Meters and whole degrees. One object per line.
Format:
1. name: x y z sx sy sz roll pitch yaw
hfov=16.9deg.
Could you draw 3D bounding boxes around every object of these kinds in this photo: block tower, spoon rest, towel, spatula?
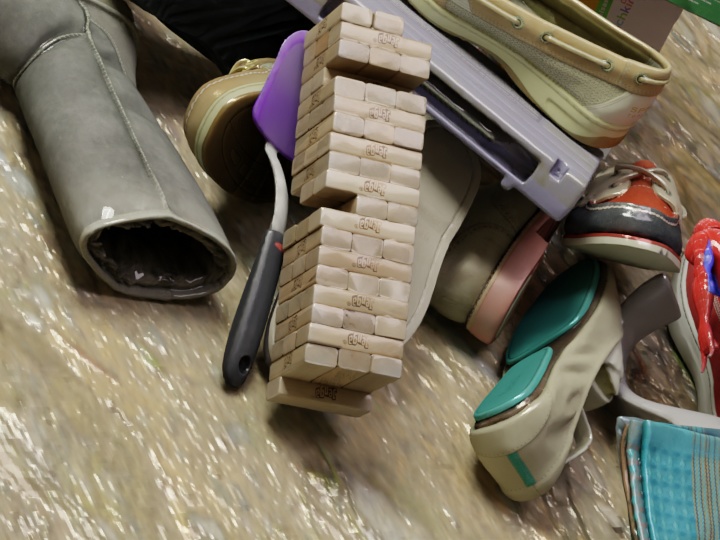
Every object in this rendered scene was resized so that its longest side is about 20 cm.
1. block tower: -0.005 -0.031 1.237 0.054 0.058 0.201 12 72 -20
2. spoon rest: 0.183 0.090 1.356 0.201 0.060 0.100 -110 175 -46
3. towel: 0.199 0.175 1.228 0.146 0.022 0.201 10 64 -33
4. spatula: -0.045 -0.032 1.264 0.057 0.020 0.201 45 49 -50

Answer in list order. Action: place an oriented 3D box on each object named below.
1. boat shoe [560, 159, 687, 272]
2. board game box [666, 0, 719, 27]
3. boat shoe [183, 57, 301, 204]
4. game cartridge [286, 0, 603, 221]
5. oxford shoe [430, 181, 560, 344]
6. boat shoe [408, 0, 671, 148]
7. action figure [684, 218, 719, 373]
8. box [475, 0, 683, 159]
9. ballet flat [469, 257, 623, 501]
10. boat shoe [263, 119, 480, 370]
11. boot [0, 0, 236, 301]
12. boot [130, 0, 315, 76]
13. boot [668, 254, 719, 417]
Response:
1. boat shoe: 0.159 -0.034 1.422 0.071 0.063 0.200 16 3 6
2. board game box: 0.191 -0.183 1.468 0.199 0.029 0.135 24 17 -15
3. boat shoe: -0.050 -0.083 1.362 0.066 0.074 0.200 36 13 22
4. game cartridge: 0.047 -0.107 1.358 0.200 0.038 0.130 39 11 2
5. oxford shoe: 0.079 -0.034 1.423 0.073 0.071 0.200 28 29 3
6. boat shoe: 0.087 -0.156 1.381 0.201 0.063 0.073 44 35 7
7. action figure: 0.219 0.028 1.338 0.065 0.052 0.200 3 33 -14
8. box: 0.106 -0.166 1.532 0.101 0.113 0.200 20 16 -22
9. ballet flat: 0.110 0.062 1.340 0.069 0.070 0.200 36 34 2
10. boat shoe: 0.000 0.000 1.311 0.073 0.063 0.200 43 50 -10
11. boot: -0.163 -0.080 1.268 0.181 0.073 0.201 13 44 -33
12. boot: -0.113 -0.184 1.425 0.168 0.077 0.200 40 7 37
13. boot: 0.252 0.019 1.441 0.072 0.145 0.201 22 33 -19
